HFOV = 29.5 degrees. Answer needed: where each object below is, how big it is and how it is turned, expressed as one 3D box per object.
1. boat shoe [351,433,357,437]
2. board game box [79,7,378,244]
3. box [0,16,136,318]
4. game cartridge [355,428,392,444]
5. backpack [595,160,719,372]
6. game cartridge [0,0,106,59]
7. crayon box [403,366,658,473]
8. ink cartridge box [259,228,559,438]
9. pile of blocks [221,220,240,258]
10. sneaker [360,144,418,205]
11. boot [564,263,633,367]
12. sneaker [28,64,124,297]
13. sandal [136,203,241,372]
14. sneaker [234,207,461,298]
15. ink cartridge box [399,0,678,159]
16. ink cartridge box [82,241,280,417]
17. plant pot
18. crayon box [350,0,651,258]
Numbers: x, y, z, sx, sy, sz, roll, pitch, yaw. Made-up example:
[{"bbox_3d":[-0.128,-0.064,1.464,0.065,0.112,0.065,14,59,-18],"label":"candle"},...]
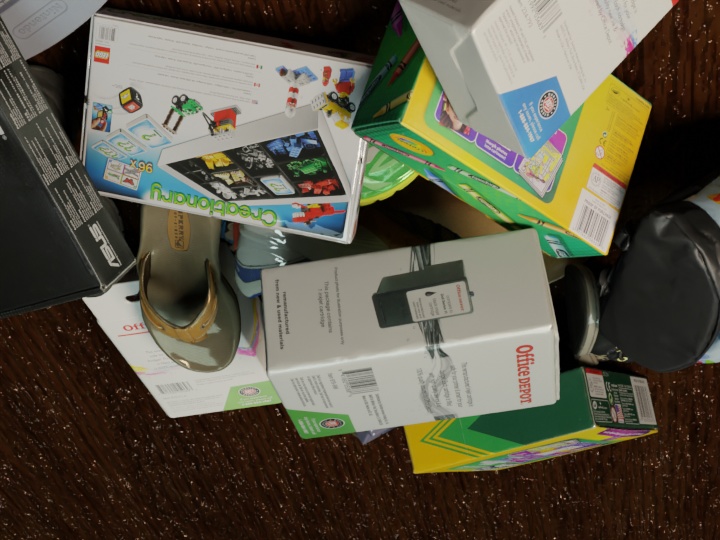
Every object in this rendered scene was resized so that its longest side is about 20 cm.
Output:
[{"bbox_3d":[-0.027,0.089,1.250,0.068,0.072,0.200,20,156,24],"label":"boat shoe"},{"bbox_3d":[-0.092,-0.100,0.942,0.198,0.035,0.127,12,110,5],"label":"board game box"},{"bbox_3d":[-0.275,-0.062,0.944,0.192,0.048,0.201,-11,114,38],"label":"box"},{"bbox_3d":[0.067,0.082,1.177,0.129,0.039,0.200,-22,161,-20],"label":"game cartridge"},{"bbox_3d":[0.285,-0.023,0.985,0.153,0.200,0.164,36,149,17],"label":"backpack"},{"bbox_3d":[-0.241,-0.201,0.895,0.199,0.042,0.133,-25,140,31],"label":"game cartridge"},{"bbox_3d":[0.157,0.138,1.236,0.171,0.059,0.200,-17,166,24],"label":"crayon box"},{"bbox_3d":[0.039,0.049,0.981,0.198,0.084,0.147,-8,154,4],"label":"ink cartridge box"},{"bbox_3d":[-0.085,-0.022,1.100,0.082,0.063,0.200,-21,137,27],"label":"pile of blocks"},{"bbox_3d":[-0.043,-0.096,0.990,0.198,0.075,0.084,1,147,3],"label":"sneaker"},{"bbox_3d":[0.245,0.032,1.116,0.152,0.074,0.204,-7,166,8],"label":"boot"},{"bbox_3d":[-0.235,-0.050,1.023,0.075,0.091,0.201,-8,129,11],"label":"sneaker"},{"bbox_3d":[-0.136,0.014,1.052,0.079,0.054,0.201,3,135,2],"label":"sandal"},{"bbox_3d":[0.000,0.000,1.052,0.198,0.075,0.089,15,116,-6],"label":"sneaker"},{"bbox_3d":[0.127,-0.182,0.821,0.067,0.200,0.116,34,165,40],"label":"ink cartridge box"},{"bbox_3d":[-0.149,0.043,1.184,0.116,0.068,0.201,-9,141,14],"label":"ink cartridge box"},{"bbox_3d":[0.097,-0.048,1.085,0.198,0.028,0.201,2,143,2],"label":"plant pot"},{"bbox_3d":[0.100,-0.104,0.925,0.199,0.120,0.058,29,163,-31],"label":"crayon box"}]
